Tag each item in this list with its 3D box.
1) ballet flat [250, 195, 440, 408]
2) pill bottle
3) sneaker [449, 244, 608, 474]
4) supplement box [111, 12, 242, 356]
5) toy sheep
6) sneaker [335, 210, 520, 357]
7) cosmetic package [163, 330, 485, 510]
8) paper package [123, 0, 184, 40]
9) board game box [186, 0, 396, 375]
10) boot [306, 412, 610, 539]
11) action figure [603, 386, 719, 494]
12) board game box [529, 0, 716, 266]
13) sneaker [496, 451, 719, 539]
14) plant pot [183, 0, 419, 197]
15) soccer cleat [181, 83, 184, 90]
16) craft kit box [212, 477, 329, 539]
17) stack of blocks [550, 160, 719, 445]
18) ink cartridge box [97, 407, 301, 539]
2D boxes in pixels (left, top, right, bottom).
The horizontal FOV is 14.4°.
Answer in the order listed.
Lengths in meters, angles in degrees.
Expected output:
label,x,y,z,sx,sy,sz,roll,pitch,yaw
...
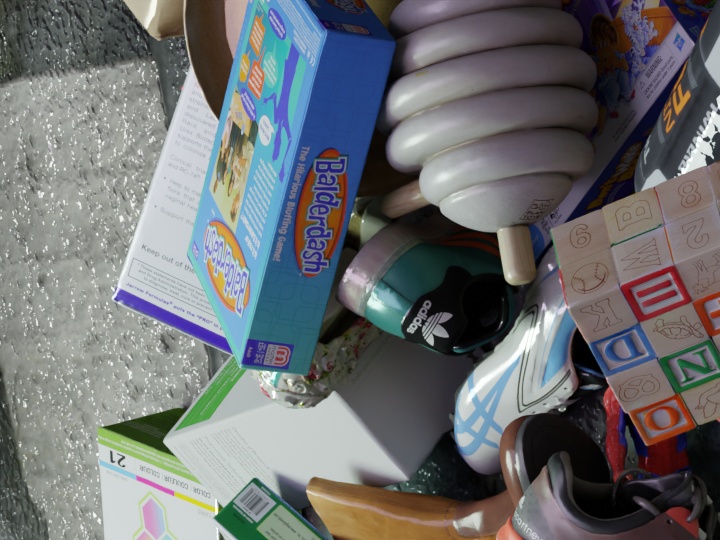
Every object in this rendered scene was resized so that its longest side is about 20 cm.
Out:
label,x,y,z,sx,sy,sz,roll,pitch,yaw
ballet flat,0.000,0.000,1.698,0.075,0.200,0.064,23,143,10
pill bottle,0.207,-0.069,1.469,0.106,0.106,0.201,51,136,30
sneaker,0.110,0.061,1.668,0.073,0.072,0.200,48,138,21
supplement box,-0.067,-0.063,1.776,0.103,0.101,0.201,23,113,10
toy sheep,0.067,-0.089,1.552,0.138,0.137,0.201,-23,79,53
sneaker,0.057,0.011,1.636,0.080,0.200,0.072,37,112,14
cosmetic package,-0.022,0.084,1.798,0.085,0.108,0.200,48,145,-14
paper package,-0.118,-0.289,1.827,0.191,0.103,0.201,51,137,30
board game box,-0.042,-0.065,1.597,0.152,0.045,0.201,-121,42,-60
boot,0.058,0.136,1.674,0.199,0.069,0.188,9,152,34
action figure,0.174,0.131,1.588,0.099,0.065,0.201,-81,-18,-85
board game box,0.122,-0.117,1.615,0.135,0.045,0.200,58,140,23
sneaker,0.177,0.154,1.532,0.077,0.199,0.082,-95,25,-68
plant pot,-0.008,-0.143,1.656,0.199,0.027,0.202,6,105,22
soccer cleat,-0.083,-0.039,1.882,0.068,0.073,0.201,19,115,48
craft kit box,0.012,0.244,1.786,0.200,0.049,0.198,37,167,41
stack of blocks,0.209,-0.001,1.419,0.059,0.199,0.115,-98,-19,-46
ink cartridge box,-0.110,0.213,1.993,0.147,0.075,0.201,15,111,50
